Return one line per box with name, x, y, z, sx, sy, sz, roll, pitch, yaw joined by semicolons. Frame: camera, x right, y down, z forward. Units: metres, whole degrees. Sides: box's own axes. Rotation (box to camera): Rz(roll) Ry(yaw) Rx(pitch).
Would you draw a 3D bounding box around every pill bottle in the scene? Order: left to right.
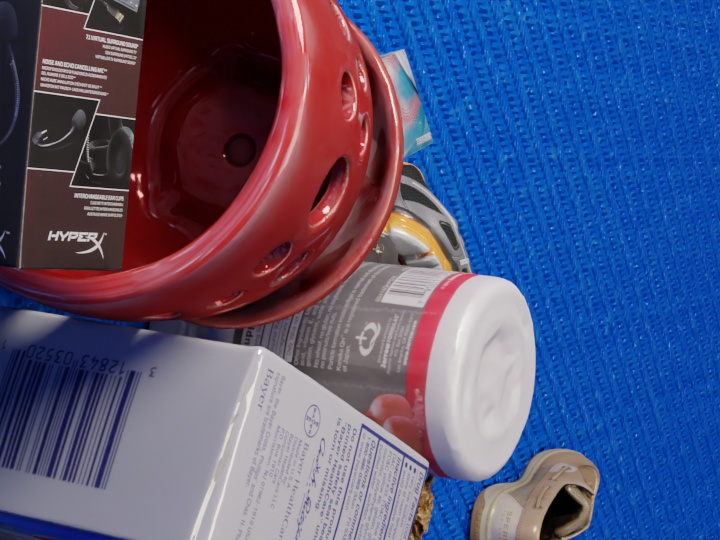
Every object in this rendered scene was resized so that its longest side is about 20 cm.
pill bottle;-0.014;0.049;1.087;0.111;0.200;0.111;-20;113;-59

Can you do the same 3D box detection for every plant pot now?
plant pot;-0.086;-0.072;0.938;0.182;0.200;0.201;18;81;-70

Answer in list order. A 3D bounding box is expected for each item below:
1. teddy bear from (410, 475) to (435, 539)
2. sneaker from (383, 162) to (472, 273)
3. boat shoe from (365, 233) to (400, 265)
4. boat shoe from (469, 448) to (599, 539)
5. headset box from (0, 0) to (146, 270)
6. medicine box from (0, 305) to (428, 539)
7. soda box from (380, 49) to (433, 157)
teddy bear;0.006;0.151;1.257;0.200;0.067;0.145;-63;-171;16
sneaker;0.048;0.005;1.335;0.200;0.078;0.077;68;21;-52
boat shoe;0.000;0.000;1.198;0.057;0.067;0.200;-59;154;-16
boat shoe;0.156;0.193;1.586;0.200;0.064;0.071;-19;112;-60
headset box;-0.169;-0.106;0.816;0.077;0.149;0.200;3;93;-63
medicine box;-0.094;0.101;0.968;0.200;0.182;0.103;41;61;-57
soda box;-0.036;-0.073;1.147;0.200;0.068;0.064;-33;107;-56
